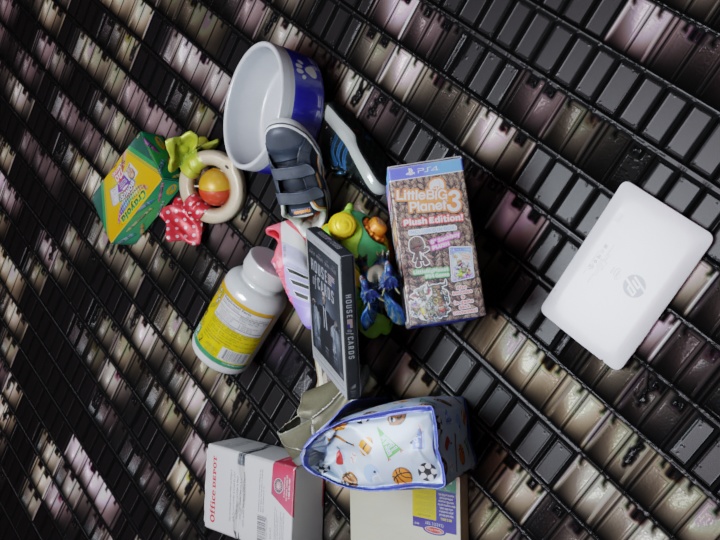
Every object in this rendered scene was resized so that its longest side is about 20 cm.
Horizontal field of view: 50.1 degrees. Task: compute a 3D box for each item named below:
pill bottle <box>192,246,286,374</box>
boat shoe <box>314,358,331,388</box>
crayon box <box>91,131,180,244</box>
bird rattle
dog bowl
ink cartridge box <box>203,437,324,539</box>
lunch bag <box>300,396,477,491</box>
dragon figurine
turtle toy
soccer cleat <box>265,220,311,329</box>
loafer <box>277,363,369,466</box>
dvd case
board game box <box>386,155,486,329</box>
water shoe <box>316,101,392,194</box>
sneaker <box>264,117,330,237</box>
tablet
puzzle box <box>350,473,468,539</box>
[{"bbox_3d":[-0.192,0.064,1.283,0.113,0.112,0.201,46,116,28],"label":"pill bottle"},{"bbox_3d":[-0.032,0.156,1.189,0.064,0.072,0.202,10,102,27],"label":"boat shoe"},{"bbox_3d":[-0.437,-0.157,1.505,0.200,0.058,0.119,-43,65,29],"label":"crayon box"},{"bbox_3d":[-0.280,-0.143,1.365,0.161,0.112,0.203,6,97,21],"label":"bird rattle"},{"bbox_3d":[-0.142,-0.255,1.233,0.199,0.078,0.203,-14,73,53],"label":"dog bowl"},{"bbox_3d":[-0.161,0.369,1.275,0.198,0.084,0.147,4,92,36],"label":"ink cartridge box"},{"bbox_3d":[0.038,0.233,1.047,0.198,0.170,0.125,-13,79,22],"label":"lunch bag"},{"bbox_3d":[0.027,0.043,1.012,0.058,0.201,0.100,-8,50,1],"label":"dragon figurine"},{"bbox_3d":[0.000,0.000,1.136,0.146,0.100,0.203,158,106,-78],"label":"turtle toy"},{"bbox_3d":[-0.103,0.007,1.206,0.067,0.076,0.202,96,166,-57],"label":"soccer cleat"},{"bbox_3d":[-0.059,0.204,1.131,0.069,0.075,0.201,38,112,0],"label":"loafer"},{"bbox_3d":[-0.038,0.055,1.056,0.150,0.024,0.202,-142,45,-63],"label":"dvd case"},{"bbox_3d":[0.095,-0.029,1.022,0.096,0.159,0.202,-8,85,1],"label":"board game box"},{"bbox_3d":[-0.015,-0.172,1.181,0.079,0.071,0.201,-51,52,29],"label":"water shoe"},{"bbox_3d":[-0.091,-0.133,1.156,0.078,0.201,0.080,-6,50,17],"label":"sneaker"},{"bbox_3d":[0.323,0.007,0.952,0.130,0.014,0.201,41,114,30],"label":"tablet"},{"bbox_3d":[0.069,0.356,1.137,0.198,0.025,0.135,-1,89,37],"label":"puzzle box"}]
